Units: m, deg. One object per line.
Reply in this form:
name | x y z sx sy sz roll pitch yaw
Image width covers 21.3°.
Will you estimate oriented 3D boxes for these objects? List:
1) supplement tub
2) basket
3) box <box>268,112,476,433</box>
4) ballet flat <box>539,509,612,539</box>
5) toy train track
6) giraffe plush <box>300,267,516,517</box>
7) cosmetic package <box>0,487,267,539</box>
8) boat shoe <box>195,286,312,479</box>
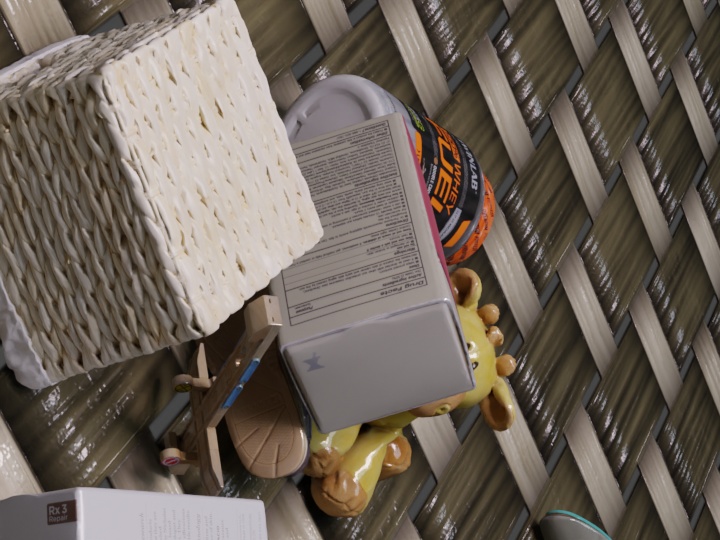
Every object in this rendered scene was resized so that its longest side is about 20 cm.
supplement tub | 0.025 -0.077 1.617 0.199 0.122 0.124 26 58 -53
basket | -0.154 -0.055 1.283 0.198 0.159 0.202 -43 117 -56
box | 0.000 0.000 1.426 0.109 0.127 0.201 69 7 -47
ballet flat | 0.234 0.304 1.876 0.200 0.067 0.064 44 51 -42
toy train track | -0.104 0.081 1.308 0.032 0.200 0.116 5 54 -25
giraffe plush | 0.038 0.087 1.539 0.173 0.161 0.201 59 36 -27
cosmetic package | -0.154 0.186 1.249 0.199 0.101 0.075 11 70 -56
boat shoe | -0.081 0.063 1.451 0.065 0.071 0.202 54 18 -74
